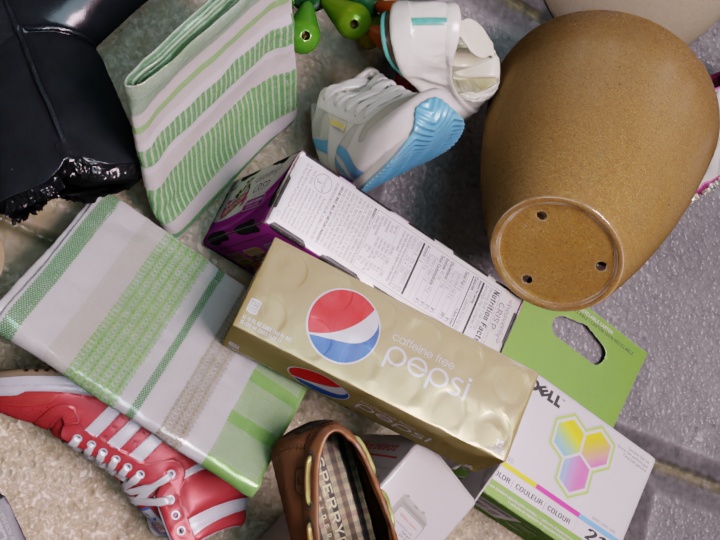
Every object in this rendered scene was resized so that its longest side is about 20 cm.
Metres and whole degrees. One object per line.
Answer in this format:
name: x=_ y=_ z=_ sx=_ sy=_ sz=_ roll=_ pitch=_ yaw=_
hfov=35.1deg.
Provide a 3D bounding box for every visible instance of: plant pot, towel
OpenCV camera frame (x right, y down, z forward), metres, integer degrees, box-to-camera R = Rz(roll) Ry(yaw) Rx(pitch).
plant pot: x=0.163 y=-0.064 z=0.841 sx=0.186 sy=0.186 sz=0.201 roll=46 pitch=38 yaw=-14
towel: x=-0.129 y=0.047 z=0.763 sx=0.199 sy=0.031 sz=0.150 roll=36 pitch=42 yaw=-6
towel: x=-0.092 y=-0.114 z=0.765 sx=0.023 sy=0.200 sz=0.153 roll=37 pitch=68 yaw=12

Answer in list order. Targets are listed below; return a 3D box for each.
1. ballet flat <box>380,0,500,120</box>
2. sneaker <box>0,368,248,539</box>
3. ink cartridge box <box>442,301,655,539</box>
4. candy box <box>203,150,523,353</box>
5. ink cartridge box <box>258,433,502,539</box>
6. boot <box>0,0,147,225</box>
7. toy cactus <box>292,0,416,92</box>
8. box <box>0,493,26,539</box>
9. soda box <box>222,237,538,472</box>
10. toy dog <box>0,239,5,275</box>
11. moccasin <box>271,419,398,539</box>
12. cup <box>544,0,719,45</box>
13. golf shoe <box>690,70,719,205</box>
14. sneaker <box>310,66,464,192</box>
ballet flat: x=0.072 y=-0.152 z=0.849 sx=0.069 sy=0.200 sz=0.070 roll=-2 pitch=83 yaw=17
sneaker: x=-0.161 y=0.128 z=0.769 sx=0.198 sy=0.071 sz=0.114 roll=10 pitch=83 yaw=-21
ink cartridge box: x=0.168 y=0.117 z=0.926 sx=0.147 sy=0.076 sz=0.201 roll=34 pitch=72 yaw=-19
candy box: x=0.000 y=0.000 z=0.824 sx=0.199 sy=0.136 sz=0.061 roll=33 pitch=72 yaw=-20
ink cartridge box: x=0.001 y=0.181 z=0.816 sx=0.200 sy=0.116 sz=0.068 roll=-44 pitch=103 yaw=-24
boot: x=-0.180 y=-0.137 z=0.773 sx=0.199 sy=0.076 sz=0.170 roll=-24 pitch=85 yaw=-19
toy cactus: x=-0.036 y=-0.224 z=0.869 sx=0.198 sy=0.102 sz=0.167 roll=17 pitch=59 yaw=-21
box: x=-0.259 y=0.265 z=0.718 sx=0.157 sy=0.051 sz=0.202 roll=-27 pitch=97 yaw=-26
soda box: x=0.013 y=0.059 z=0.756 sx=0.198 sy=0.064 sz=0.068 roll=27 pitch=70 yaw=-4
toy dog: x=-0.291 y=0.043 z=0.691 sx=0.096 sy=0.131 sz=0.202 roll=20 pitch=58 yaw=-34
moccasin: x=0.005 y=0.191 z=0.708 sx=0.073 sy=0.078 sz=0.204 roll=-12 pitch=89 yaw=-26
cup: x=0.269 y=-0.292 z=0.981 sx=0.198 sy=0.143 sz=0.203 roll=3 pitch=83 yaw=-26
golf shoe: x=0.295 y=-0.112 z=1.023 sx=0.199 sy=0.075 sz=0.092 roll=-35 pitch=85 yaw=-27
sneaker: x=0.008 y=-0.101 z=0.804 sx=0.076 sy=0.200 sz=0.082 roll=-25 pitch=94 yaw=-18
